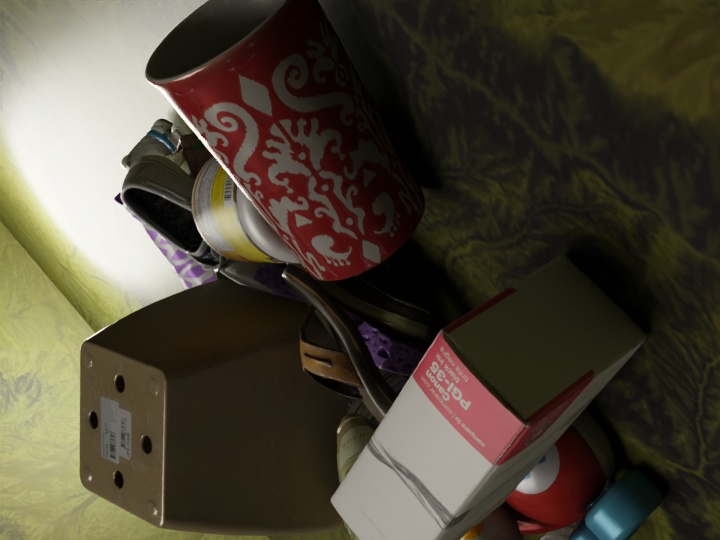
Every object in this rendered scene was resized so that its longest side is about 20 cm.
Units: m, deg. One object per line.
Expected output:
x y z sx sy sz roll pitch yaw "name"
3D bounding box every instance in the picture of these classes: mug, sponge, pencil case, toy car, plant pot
-0.040 -0.115 0.923 0.133 0.178 0.201 -19 122 28 "mug"
-0.003 0.048 1.170 0.111 0.030 0.199 22 -173 -46 "sponge"
-0.205 -0.027 1.506 0.085 0.084 0.201 -23 108 26 "pencil case"
0.103 0.197 1.010 0.184 0.200 0.177 44 161 17 "toy car"
-0.141 0.129 1.114 0.199 0.176 0.202 13 104 45 "plant pot"

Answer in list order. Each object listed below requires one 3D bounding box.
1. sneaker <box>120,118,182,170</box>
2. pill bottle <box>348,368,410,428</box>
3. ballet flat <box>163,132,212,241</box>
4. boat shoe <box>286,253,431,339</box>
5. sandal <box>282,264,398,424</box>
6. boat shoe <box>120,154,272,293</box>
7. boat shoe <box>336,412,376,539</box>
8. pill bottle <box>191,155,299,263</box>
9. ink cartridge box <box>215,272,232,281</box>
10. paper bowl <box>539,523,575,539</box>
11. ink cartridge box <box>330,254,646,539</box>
-0.202 -0.067 1.422 0.201 0.087 0.075 56 160 -20 "sneaker"
0.036 0.148 1.218 0.200 0.116 0.116 41 160 29 "pill bottle"
-0.196 -0.086 1.296 0.200 0.067 0.068 -48 63 50 "ballet flat"
0.000 0.000 1.086 0.071 0.066 0.200 26 -178 -34 "boat shoe"
-0.015 0.083 1.024 0.201 0.054 0.082 58 174 9 "sandal"
-0.147 -0.034 1.216 0.200 0.069 0.072 43 120 -15 "boat shoe"
0.015 0.202 1.104 0.201 0.073 0.063 71 177 -51 "boat shoe"
-0.083 -0.061 1.100 0.110 0.109 0.200 55 162 -14 "pill bottle"
-0.092 0.075 1.398 0.148 0.075 0.201 57 -168 -53 "ink cartridge box"
0.224 0.337 1.156 0.201 0.104 0.201 44 160 20 "paper bowl"
0.081 0.103 0.846 0.083 0.146 0.201 46 135 17 "ink cartridge box"
